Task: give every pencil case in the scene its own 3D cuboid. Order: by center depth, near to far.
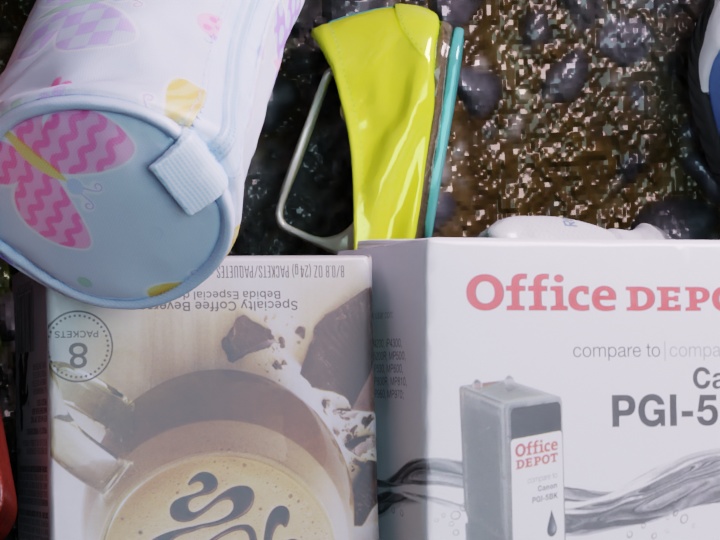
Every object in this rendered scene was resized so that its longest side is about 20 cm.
[{"bbox_3d":[-0.062,-0.076,0.725,0.090,0.201,0.083,-6,127,18],"label":"pencil case"}]

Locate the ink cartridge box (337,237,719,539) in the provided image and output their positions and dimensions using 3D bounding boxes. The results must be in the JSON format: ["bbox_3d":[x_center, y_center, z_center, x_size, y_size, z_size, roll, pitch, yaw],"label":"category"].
[{"bbox_3d":[0.072,0.088,0.766,0.146,0.083,0.202,0,88,-20],"label":"ink cartridge box"}]

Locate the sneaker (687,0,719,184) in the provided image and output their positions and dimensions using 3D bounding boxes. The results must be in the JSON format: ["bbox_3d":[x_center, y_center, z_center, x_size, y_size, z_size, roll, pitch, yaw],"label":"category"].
[{"bbox_3d":[0.198,-0.028,0.893,0.075,0.077,0.201,-30,101,-17],"label":"sneaker"}]

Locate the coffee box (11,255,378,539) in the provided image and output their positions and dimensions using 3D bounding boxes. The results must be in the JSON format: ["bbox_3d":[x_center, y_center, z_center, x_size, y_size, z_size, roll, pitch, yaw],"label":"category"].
[{"bbox_3d":[-0.055,0.098,0.741,0.112,0.080,0.201,-1,85,-17],"label":"coffee box"}]

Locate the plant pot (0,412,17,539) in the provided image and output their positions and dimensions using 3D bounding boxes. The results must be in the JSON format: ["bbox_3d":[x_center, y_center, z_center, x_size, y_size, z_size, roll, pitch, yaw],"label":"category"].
[{"bbox_3d":[-0.201,0.016,0.676,0.199,0.176,0.201,-11,96,-22],"label":"plant pot"}]

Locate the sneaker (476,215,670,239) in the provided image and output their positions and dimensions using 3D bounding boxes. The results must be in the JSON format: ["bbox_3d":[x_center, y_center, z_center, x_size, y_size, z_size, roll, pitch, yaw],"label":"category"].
[{"bbox_3d":[0.063,0.073,0.853,0.087,0.074,0.201,14,79,-14],"label":"sneaker"}]

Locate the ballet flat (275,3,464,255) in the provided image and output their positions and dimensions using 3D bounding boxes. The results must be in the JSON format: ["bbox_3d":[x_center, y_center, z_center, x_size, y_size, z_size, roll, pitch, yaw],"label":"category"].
[{"bbox_3d":[0.000,0.000,0.827,0.067,0.067,0.201,4,88,-1],"label":"ballet flat"}]
